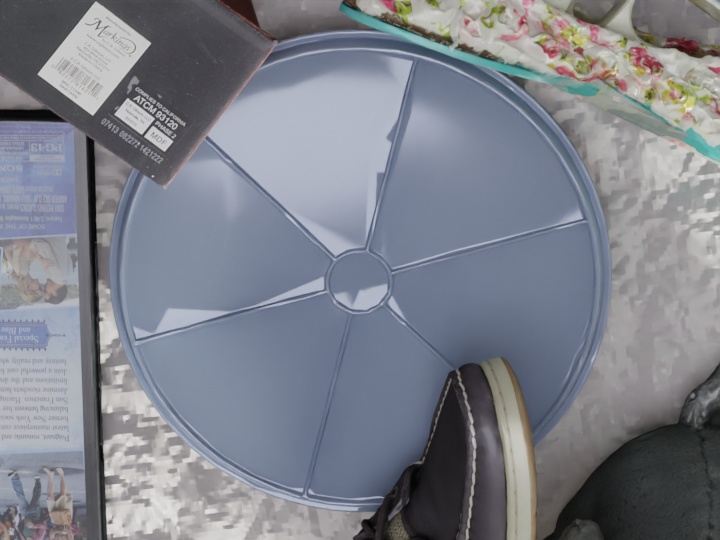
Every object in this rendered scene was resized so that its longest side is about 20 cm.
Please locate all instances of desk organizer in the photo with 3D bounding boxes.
[{"bbox_3d":[-0.134,-0.125,1.122,0.200,0.077,0.072,35,102,-18],"label":"desk organizer"}]

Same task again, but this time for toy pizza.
[{"bbox_3d":[0.000,0.000,1.196,0.199,0.032,0.201,1,108,2],"label":"toy pizza"}]

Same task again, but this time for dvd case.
[{"bbox_3d":[-0.176,0.032,1.223,0.142,0.018,0.201,0,106,3],"label":"dvd case"}]

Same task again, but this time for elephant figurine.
[{"bbox_3d":[0.125,0.152,1.147,0.141,0.200,0.155,-28,103,11],"label":"elephant figurine"}]

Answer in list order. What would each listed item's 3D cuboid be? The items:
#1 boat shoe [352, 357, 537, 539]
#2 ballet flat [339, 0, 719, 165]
[{"bbox_3d":[0.027,0.120,1.186,0.065,0.072,0.201,0,131,-11],"label":"boat shoe"},{"bbox_3d":[0.090,-0.093,1.146,0.199,0.076,0.064,21,102,-13],"label":"ballet flat"}]
